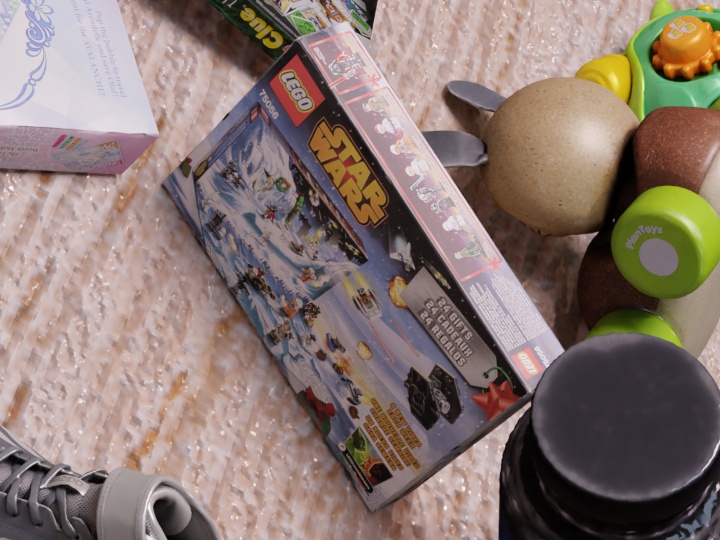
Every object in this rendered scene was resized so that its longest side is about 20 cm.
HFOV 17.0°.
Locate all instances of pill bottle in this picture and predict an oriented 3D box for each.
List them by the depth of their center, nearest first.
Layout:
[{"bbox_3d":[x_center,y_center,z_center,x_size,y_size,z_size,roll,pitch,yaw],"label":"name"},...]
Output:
[{"bbox_3d":[0.119,0.116,1.118,0.112,0.200,0.112,-1,56,2],"label":"pill bottle"}]

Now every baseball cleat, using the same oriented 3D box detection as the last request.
[{"bbox_3d":[-0.132,0.093,1.012,0.200,0.106,0.070,35,49,-12],"label":"baseball cleat"}]

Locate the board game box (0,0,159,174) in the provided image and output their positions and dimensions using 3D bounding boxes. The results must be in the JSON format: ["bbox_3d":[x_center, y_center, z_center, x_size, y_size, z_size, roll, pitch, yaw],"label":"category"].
[{"bbox_3d":[-0.213,-0.144,1.160,0.199,0.043,0.200,1,60,-39],"label":"board game box"}]

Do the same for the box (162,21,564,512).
[{"bbox_3d":[0.000,0.000,1.163,0.040,0.137,0.200,-24,78,-43],"label":"box"}]

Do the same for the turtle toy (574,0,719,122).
[{"bbox_3d":[0.229,-0.081,1.434,0.146,0.101,0.200,-14,70,-44],"label":"turtle toy"}]

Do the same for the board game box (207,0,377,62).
[{"bbox_3d":[-0.070,-0.181,1.287,0.200,0.023,0.105,41,38,-23],"label":"board game box"}]

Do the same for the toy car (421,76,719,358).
[{"bbox_3d":[0.116,-0.042,1.323,0.200,0.158,0.164,24,36,16],"label":"toy car"}]
